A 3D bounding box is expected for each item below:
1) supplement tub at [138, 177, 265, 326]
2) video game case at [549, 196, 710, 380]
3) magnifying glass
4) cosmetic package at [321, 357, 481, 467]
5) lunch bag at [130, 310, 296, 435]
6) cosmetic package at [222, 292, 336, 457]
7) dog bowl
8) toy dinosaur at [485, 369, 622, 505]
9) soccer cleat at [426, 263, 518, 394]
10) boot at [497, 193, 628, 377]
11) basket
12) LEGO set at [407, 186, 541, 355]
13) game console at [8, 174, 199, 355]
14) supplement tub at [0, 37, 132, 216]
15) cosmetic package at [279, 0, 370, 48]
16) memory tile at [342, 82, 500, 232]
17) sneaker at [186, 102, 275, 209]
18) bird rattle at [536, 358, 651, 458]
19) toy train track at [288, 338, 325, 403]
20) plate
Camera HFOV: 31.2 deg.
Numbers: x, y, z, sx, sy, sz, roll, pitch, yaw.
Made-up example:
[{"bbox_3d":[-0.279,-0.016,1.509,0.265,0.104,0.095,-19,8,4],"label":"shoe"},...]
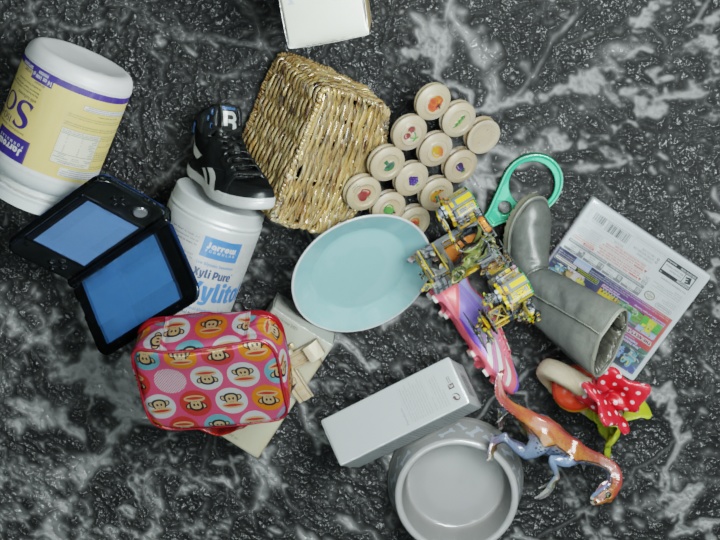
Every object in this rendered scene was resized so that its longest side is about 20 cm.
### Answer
[{"bbox_3d":[-0.218,-0.008,1.723,0.131,0.132,0.201,21,106,-4],"label":"supplement tub"},{"bbox_3d":[0.345,0.026,1.768,0.199,0.023,0.183,32,104,-8],"label":"video game case"},{"bbox_3d":[0.188,-0.080,1.744,0.200,0.022,0.080,-40,100,13],"label":"magnifying glass"},{"bbox_3d":[0.057,0.197,1.777,0.199,0.101,0.072,-27,75,8],"label":"cosmetic package"},{"bbox_3d":[-0.187,0.141,1.670,0.198,0.082,0.177,-4,127,6],"label":"lunch bag"},{"bbox_3d":[-0.129,0.146,1.793,0.103,0.073,0.201,31,105,-6],"label":"cosmetic package"},{"bbox_3d":[0.136,0.311,1.836,0.198,0.059,0.202,1,105,3],"label":"dog bowl"},{"bbox_3d":[0.265,0.246,1.745,0.180,0.105,0.201,11,144,19],"label":"toy dinosaur"},{"bbox_3d":[0.170,0.081,1.771,0.076,0.067,0.201,-37,102,-3],"label":"soccer cleat"},{"bbox_3d":[0.264,0.016,1.670,0.072,0.200,0.183,-6,116,-31],"label":"boot"},{"bbox_3d":[-0.061,-0.166,1.709,0.142,0.149,0.201,11,109,-36],"label":"basket"},{"bbox_3d":[0.132,0.005,1.659,0.115,0.154,0.201,-31,77,-2],"label":"LEGO set"},{"bbox_3d":[-0.331,-0.003,1.656,0.199,0.119,0.170,-31,139,30],"label":"game console"},{"bbox_3d":[-0.394,-0.184,1.673,0.145,0.145,0.201,24,105,-5],"label":"supplement tub"},{"bbox_3d":[-0.041,-0.325,1.592,0.104,0.200,0.072,-9,105,5],"label":"cosmetic package"},{"bbox_3d":[0.082,-0.140,1.694,0.153,0.017,0.200,28,105,-40],"label":"memory tile"},{"bbox_3d":[-0.168,-0.153,1.652,0.073,0.200,0.113,-4,111,-32],"label":"sneaker"},{"bbox_3d":[0.304,0.175,1.729,0.162,0.200,0.113,28,88,26],"label":"bird rattle"},{"bbox_3d":[-0.139,0.153,1.740,0.199,0.033,0.115,-30,103,11],"label":"toy train track"},{"bbox_3d":[0.000,0.000,1.739,0.199,0.026,0.201,-12,132,-14],"label":"plate"}]
